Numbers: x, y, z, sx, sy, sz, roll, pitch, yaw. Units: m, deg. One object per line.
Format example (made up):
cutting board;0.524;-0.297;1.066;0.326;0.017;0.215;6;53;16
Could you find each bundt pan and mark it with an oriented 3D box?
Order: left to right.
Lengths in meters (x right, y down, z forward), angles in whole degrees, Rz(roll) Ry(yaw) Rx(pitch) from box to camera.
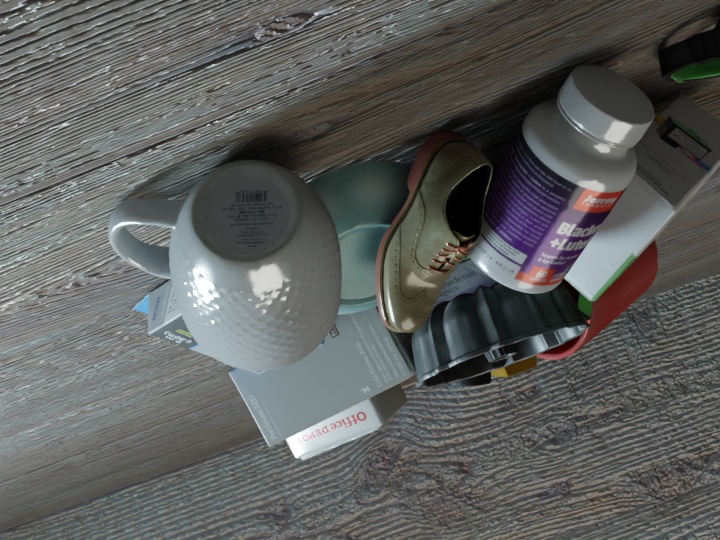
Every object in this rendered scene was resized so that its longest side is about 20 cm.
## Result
bundt pan;0.145;0.061;1.372;0.201;0.076;0.202;-19;168;-4

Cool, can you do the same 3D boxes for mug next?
mug;-0.115;-0.017;1.054;0.199;0.148;0.175;10;157;3

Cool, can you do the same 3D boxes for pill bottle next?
pill bottle;0.181;-0.084;1.138;0.111;0.112;0.200;-10;142;-39

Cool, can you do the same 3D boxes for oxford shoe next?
oxford shoe;0.068;-0.025;1.154;0.070;0.200;0.075;0;-156;-33

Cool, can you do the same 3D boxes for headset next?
headset;0.362;-0.189;1.094;0.200;0.094;0.123;-14;176;41

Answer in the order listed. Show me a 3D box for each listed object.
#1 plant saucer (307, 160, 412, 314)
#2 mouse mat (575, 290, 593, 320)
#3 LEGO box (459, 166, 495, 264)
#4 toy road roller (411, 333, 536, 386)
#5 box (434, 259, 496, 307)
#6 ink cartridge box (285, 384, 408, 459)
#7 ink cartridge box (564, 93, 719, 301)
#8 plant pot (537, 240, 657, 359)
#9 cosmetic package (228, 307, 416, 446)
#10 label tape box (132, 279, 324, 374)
plant saucer;-0.001;-0.017;1.211;0.200;0.039;0.201;-13;138;-12
mouse mat;0.278;-0.044;1.457;0.008;0.201;0.161;10;176;17
LEGO box;0.143;-0.051;1.438;0.149;0.077;0.200;-26;167;29
toy road roller;0.130;0.070;1.585;0.146;0.123;0.200;2;-173;40
box;0.140;0.003;1.388;0.200;0.039;0.041;-23;166;17
ink cartridge box;-0.054;0.114;1.552;0.146;0.200;0.083;-26;-177;31
ink cartridge box;0.286;-0.078;1.279;0.200;0.084;0.145;-37;166;-48
plant pot;0.291;-0.003;1.679;0.177;0.201;0.200;-22;173;-34
cosmetic package;-0.039;0.110;1.445;0.200;0.107;0.090;-30;-178;14
label tape box;-0.145;0.057;1.344;0.143;0.066;0.200;23;148;-28
